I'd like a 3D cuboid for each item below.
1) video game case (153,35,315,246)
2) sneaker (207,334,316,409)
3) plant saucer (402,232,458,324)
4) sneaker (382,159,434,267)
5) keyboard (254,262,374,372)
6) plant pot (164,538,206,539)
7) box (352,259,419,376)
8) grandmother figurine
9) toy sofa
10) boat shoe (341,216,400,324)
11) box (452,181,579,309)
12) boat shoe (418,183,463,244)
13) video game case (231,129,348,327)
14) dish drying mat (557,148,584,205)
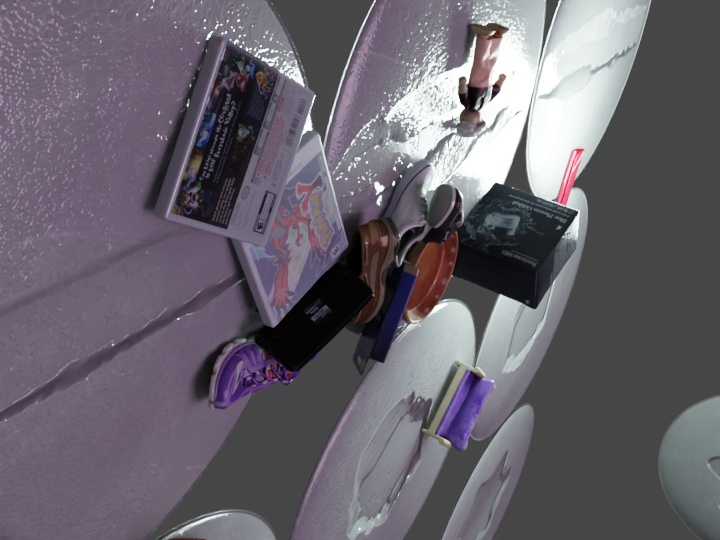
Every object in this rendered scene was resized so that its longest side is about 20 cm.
[{"bbox_3d":[-0.137,-0.138,0.957,0.182,0.023,0.200,16,93,-60],"label":"video game case"},{"bbox_3d":[-0.130,0.130,1.149,0.200,0.083,0.081,-33,139,-49],"label":"sneaker"},{"bbox_3d":[0.125,0.005,1.602,0.200,0.032,0.201,-43,146,-39],"label":"plant saucer"},{"bbox_3d":[0.083,-0.089,1.395,0.200,0.071,0.073,-62,154,-11],"label":"sneaker"},{"bbox_3d":[-0.074,0.060,1.197,0.200,0.104,0.040,-42,172,-41],"label":"keyboard"},{"bbox_3d":[-0.223,0.482,1.152,0.176,0.199,0.200,-5,115,-74],"label":"plant pot"},{"bbox_3d":[0.040,0.078,1.426,0.121,0.032,0.200,-135,-114,-78],"label":"box"},{"bbox_3d":[0.208,-0.326,1.468,0.121,0.061,0.200,-8,125,-30],"label":"grandmother figurine"},{"bbox_3d":[0.236,0.323,2.004,0.200,0.097,0.083,-62,155,-8],"label":"toy sofa"},{"bbox_3d":[0.000,0.000,1.324,0.074,0.076,0.200,-5,130,-26],"label":"boat shoe"},{"bbox_3d":[0.318,-0.055,1.733,0.200,0.196,0.118,-50,149,-31],"label":"box"},{"bbox_3d":[0.142,-0.089,1.419,0.200,0.060,0.074,127,-26,-68],"label":"boat shoe"},{"bbox_3d":[-0.092,-0.054,1.113,0.182,0.023,0.200,-49,142,-33],"label":"video game case"},{"bbox_3d":[0.559,-0.229,2.266,0.077,0.018,0.200,-23,130,-57],"label":"dish drying mat"}]
